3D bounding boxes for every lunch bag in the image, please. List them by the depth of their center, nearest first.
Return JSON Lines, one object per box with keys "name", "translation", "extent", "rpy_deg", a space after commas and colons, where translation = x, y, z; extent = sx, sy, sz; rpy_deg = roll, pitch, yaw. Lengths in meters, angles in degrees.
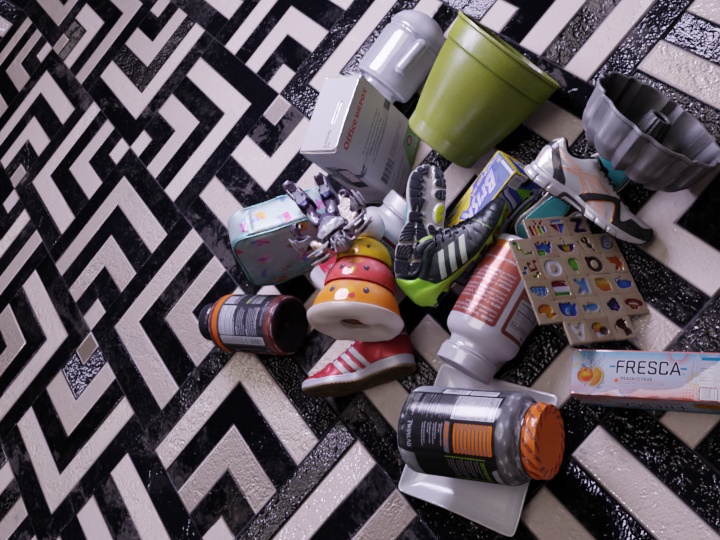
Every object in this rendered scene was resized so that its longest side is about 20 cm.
{"name": "lunch bag", "translation": [-0.118, -0.053, 1.441], "extent": [0.200, 0.160, 0.077], "rpy_deg": [-16, 51, 2]}

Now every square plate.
{"name": "square plate", "translation": [0.168, 0.250, 1.183], "extent": [0.198, 0.028, 0.200], "rpy_deg": [12, 77, 39]}

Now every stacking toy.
{"name": "stacking toy", "translation": [0.000, 0.000, 1.269], "extent": [0.146, 0.146, 0.200], "rpy_deg": [-10, 63, 33]}

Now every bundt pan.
{"name": "bundt pan", "translation": [0.386, -0.180, 1.128], "extent": [0.076, 0.202, 0.202], "rpy_deg": [-57, 42, 35]}

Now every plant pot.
{"name": "plant pot", "translation": [0.182, -0.277, 1.336], "extent": [0.193, 0.200, 0.200], "rpy_deg": [-53, 47, 20]}

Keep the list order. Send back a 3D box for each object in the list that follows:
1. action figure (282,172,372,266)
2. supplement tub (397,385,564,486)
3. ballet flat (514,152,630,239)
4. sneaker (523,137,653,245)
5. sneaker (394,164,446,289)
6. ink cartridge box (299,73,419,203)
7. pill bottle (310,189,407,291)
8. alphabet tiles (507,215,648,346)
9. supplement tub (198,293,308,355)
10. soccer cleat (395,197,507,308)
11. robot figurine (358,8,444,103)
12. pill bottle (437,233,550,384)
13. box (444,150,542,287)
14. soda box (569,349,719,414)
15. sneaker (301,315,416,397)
{"name": "action figure", "translation": [-0.056, -0.082, 1.281], "extent": [0.130, 0.069, 0.200], "rpy_deg": [-29, 36, -2]}
{"name": "supplement tub", "translation": [0.160, 0.219, 1.104], "extent": [0.200, 0.123, 0.123], "rpy_deg": [-1, 68, 36]}
{"name": "ballet flat", "translation": [0.313, -0.111, 1.225], "extent": [0.200, 0.069, 0.069], "rpy_deg": [-38, 51, 16]}
{"name": "sneaker", "translation": [0.328, -0.109, 1.151], "extent": [0.200, 0.074, 0.080], "rpy_deg": [36, 103, 2]}
{"name": "sneaker", "translation": [0.097, -0.061, 1.281], "extent": [0.077, 0.080, 0.200], "rpy_deg": [11, 81, 0]}
{"name": "ink cartridge box", "translation": [0.005, -0.220, 1.418], "extent": [0.084, 0.200, 0.146], "rpy_deg": [6, 72, 39]}
{"name": "pill bottle", "translation": [0.020, -0.031, 1.374], "extent": [0.200, 0.112, 0.112], "rpy_deg": [-49, 49, 7]}
{"name": "alphabet tiles", "translation": [0.297, 0.009, 1.133], "extent": [0.006, 0.166, 0.200], "rpy_deg": [112, 148, -55]}
{"name": "supplement tub", "translation": [-0.197, 0.095, 1.482], "extent": [0.200, 0.107, 0.107], "rpy_deg": [0, 69, 38]}
{"name": "soccer cleat", "translation": [0.132, -0.035, 1.201], "extent": [0.200, 0.081, 0.068], "rpy_deg": [-50, 5, 12]}
{"name": "robot figurine", "translation": [0.075, -0.386, 1.503], "extent": [0.200, 0.113, 0.170], "rpy_deg": [-53, 19, 5]}
{"name": "pill bottle", "translation": [0.195, 0.056, 1.190], "extent": [0.112, 0.112, 0.200], "rpy_deg": [24, 79, 41]}
{"name": "box", "translation": [0.185, -0.078, 1.267], "extent": [0.200, 0.064, 0.070], "rpy_deg": [-53, 33, 22]}
{"name": "soda box", "translation": [0.374, 0.140, 1.054], "extent": [0.200, 0.068, 0.064], "rpy_deg": [-1, 68, 36]}
{"name": "sneaker", "translation": [-0.008, 0.133, 1.344], "extent": [0.200, 0.071, 0.113], "rpy_deg": [-19, 62, 20]}
